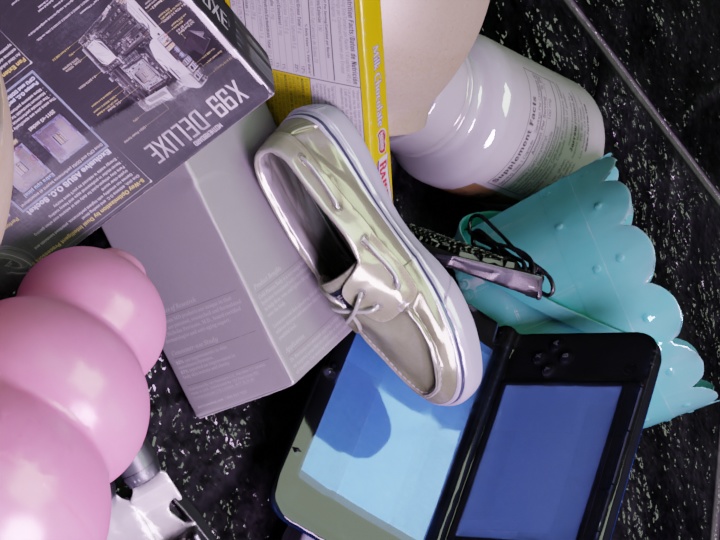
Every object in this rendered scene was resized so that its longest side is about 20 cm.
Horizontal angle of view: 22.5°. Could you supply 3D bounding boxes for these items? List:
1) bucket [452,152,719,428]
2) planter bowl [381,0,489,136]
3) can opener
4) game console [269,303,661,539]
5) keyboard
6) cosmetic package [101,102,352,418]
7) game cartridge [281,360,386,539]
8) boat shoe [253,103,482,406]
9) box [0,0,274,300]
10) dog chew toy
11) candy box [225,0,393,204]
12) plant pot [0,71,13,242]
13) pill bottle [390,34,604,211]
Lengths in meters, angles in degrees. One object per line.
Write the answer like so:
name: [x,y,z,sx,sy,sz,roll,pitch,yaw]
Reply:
bucket: [0.156,0.030,1.287,0.207,0.134,0.209,-24,90,-83]
planter bowl: [-0.010,-0.161,1.171,0.200,0.199,0.136,-19,116,-56]
can opener: [-0.137,0.103,0.983,0.201,0.052,0.067,62,1,-16]
game console: [0.068,0.094,1.100,0.119,0.169,0.201,52,48,-40]
keyboard: [0.058,-0.023,1.172,0.103,0.200,0.040,19,93,-25]
cosmetic package: [-0.088,-0.029,1.073,0.107,0.090,0.201,-37,102,-55]
game cartridge: [0.032,0.143,1.147,0.133,0.040,0.201,37,56,-21]
boat shoe: [0.000,0.000,1.065,0.062,0.072,0.201,-38,99,-42]
box: [-0.166,-0.093,0.890,0.158,0.199,0.050,46,15,-32]
dog chew toy: [-0.159,0.071,0.872,0.125,0.124,0.201,49,50,-29]
candy box: [-0.030,-0.089,1.094,0.026,0.101,0.202,-42,138,-46]
plant pot: [-0.239,-0.029,0.795,0.135,0.198,0.202,81,6,-68]
pill bottle: [0.083,-0.111,1.323,0.199,0.114,0.115,17,61,-50]
